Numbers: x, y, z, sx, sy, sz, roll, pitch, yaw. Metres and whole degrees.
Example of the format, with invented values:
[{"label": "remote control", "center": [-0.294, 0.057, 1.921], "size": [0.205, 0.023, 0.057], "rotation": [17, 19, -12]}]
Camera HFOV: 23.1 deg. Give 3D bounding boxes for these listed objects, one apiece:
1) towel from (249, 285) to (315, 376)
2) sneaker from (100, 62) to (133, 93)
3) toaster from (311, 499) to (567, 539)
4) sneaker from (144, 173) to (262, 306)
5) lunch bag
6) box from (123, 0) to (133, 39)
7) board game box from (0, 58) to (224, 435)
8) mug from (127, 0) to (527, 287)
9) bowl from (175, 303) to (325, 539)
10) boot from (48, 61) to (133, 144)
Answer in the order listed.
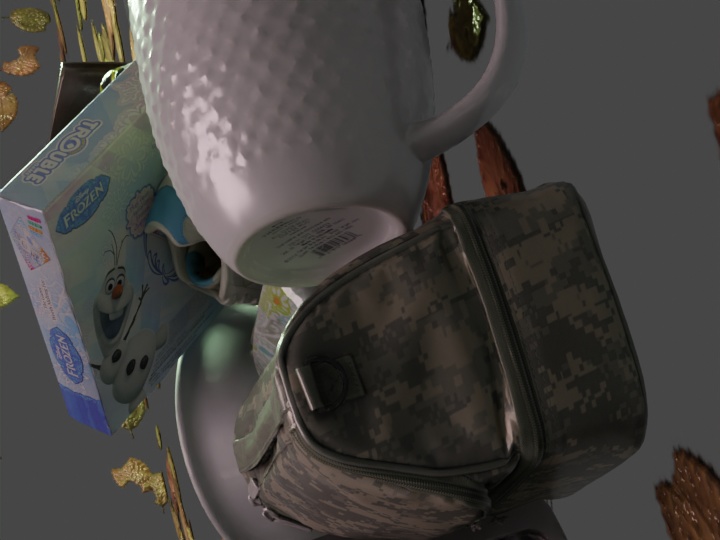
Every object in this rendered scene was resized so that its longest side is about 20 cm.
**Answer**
[{"label": "towel", "center": [0.004, 0.091, 1.104], "size": [0.200, 0.048, 0.171], "rotation": [50, 159, 12]}, {"label": "sneaker", "center": [-0.130, -0.062, 1.263], "size": [0.075, 0.076, 0.201], "rotation": [44, 148, 42]}, {"label": "toaster", "center": [0.042, 0.224, 0.923], "size": [0.119, 0.179, 0.201], "rotation": [95, 158, -44]}, {"label": "sneaker", "center": [-0.078, -0.011, 1.168], "size": [0.076, 0.081, 0.200], "rotation": [23, 162, 36]}, {"label": "lunch bag", "center": [0.027, 0.059, 0.854], "size": [0.200, 0.166, 0.141], "rotation": [121, 135, -72]}, {"label": "box", "center": [-0.129, -0.264, 1.305], "size": [0.038, 0.136, 0.202], "rotation": [-26, 73, 41]}, {"label": "board game box", "center": [-0.140, -0.031, 1.158], "size": [0.043, 0.200, 0.200], "rotation": [19, 140, 26]}, {"label": "mug", "center": [-0.012, -0.098, 0.864], "size": [0.147, 0.198, 0.177], "rotation": [35, -141, -58]}, {"label": "bowl", "center": [-0.038, 0.108, 1.258], "size": [0.201, 0.090, 0.203], "rotation": [39, -139, -46]}, {"label": "boot", "center": [-0.131, -0.082, 1.323], "size": [0.064, 0.198, 0.188], "rotation": [-121, 23, -59]}]
